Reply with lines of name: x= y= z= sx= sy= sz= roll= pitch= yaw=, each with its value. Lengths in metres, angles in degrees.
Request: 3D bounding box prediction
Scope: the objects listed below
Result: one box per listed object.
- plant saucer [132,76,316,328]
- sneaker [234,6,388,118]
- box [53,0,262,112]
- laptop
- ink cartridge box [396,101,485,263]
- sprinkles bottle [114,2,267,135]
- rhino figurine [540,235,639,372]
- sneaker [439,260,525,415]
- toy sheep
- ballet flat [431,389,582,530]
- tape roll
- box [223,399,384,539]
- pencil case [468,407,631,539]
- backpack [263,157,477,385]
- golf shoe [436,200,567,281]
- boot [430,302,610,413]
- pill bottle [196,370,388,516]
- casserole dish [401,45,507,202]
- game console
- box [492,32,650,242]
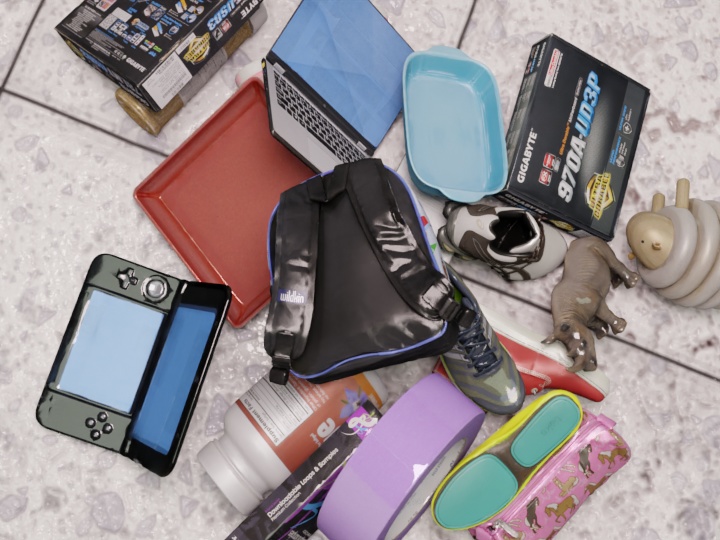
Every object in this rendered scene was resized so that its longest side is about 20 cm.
plant saucer: x=-0.125 y=-0.075 z=0.962 sx=0.199 sy=0.037 sz=0.201 roll=-40 pitch=86 yaw=8
sneaker: x=-0.040 y=-0.224 z=1.003 sx=0.197 sy=0.075 sz=0.106 roll=-28 pitch=86 yaw=-7
box: x=-0.220 y=-0.295 z=0.955 sx=0.199 sy=0.050 sz=0.199 roll=34 pitch=75 yaw=36
laptop: x=-0.004 y=-0.187 z=0.919 sx=0.115 sy=0.186 sz=0.203 roll=-34 pitch=42 yaw=23
ink cartridge box: x=0.080 y=-0.080 z=0.998 sx=0.102 sy=0.059 sz=0.203 roll=28 pitch=78 yaw=-2
sprinkles bottle: x=-0.195 y=-0.251 z=0.991 sx=0.068 sy=0.068 sz=0.201 roll=40 pitch=79 yaw=1
rhino figurine: x=0.253 y=0.040 z=0.958 sx=0.087 sy=0.060 sz=0.202 roll=37 pitch=50 yaw=-8
sneaker: x=0.109 y=0.069 z=0.908 sx=0.073 sy=0.081 sz=0.202 roll=-36 pitch=88 yaw=-3
toy sheep: x=0.397 y=-0.021 z=0.992 sx=0.196 sy=0.138 sz=0.141 roll=16 pitch=79 yaw=-10
ballet flat: x=0.157 y=0.202 z=0.918 sx=0.199 sy=0.067 sz=0.067 roll=-42 pitch=92 yaw=1
tape roll: x=0.044 y=0.205 z=0.870 sx=0.065 sy=0.201 sz=0.201 roll=37 pitch=77 yaw=19
box: x=-0.046 y=0.233 z=0.889 sx=0.199 sy=0.144 sz=0.036 roll=-41 pitch=68 yaw=-11
pencil case: x=0.210 y=0.244 z=0.944 sx=0.199 sy=0.086 sz=0.083 roll=-42 pitch=93 yaw=-11
backpack: x=0.000 y=0.000 z=0.824 sx=0.195 sy=0.154 sz=0.195 roll=-14 pitch=77 yaw=6
golf shoe: x=0.180 y=-0.028 z=0.957 sx=0.197 sy=0.094 sz=0.080 roll=8 pitch=89 yaw=-36
boot: x=0.174 y=0.140 z=0.969 sx=0.197 sy=0.073 sz=0.147 roll=24 pitch=80 yaw=6
pill bottle: x=-0.074 y=0.162 z=0.914 sx=0.199 sy=0.112 sz=0.113 roll=-41 pitch=87 yaw=-11
casserole dish: x=0.100 y=-0.159 z=0.953 sx=0.118 sy=0.039 sz=0.205 roll=5 pitch=65 yaw=-16
game console: x=-0.243 y=0.092 z=0.904 sx=0.172 sy=0.116 sz=0.204 roll=19 pitch=78 yaw=-3
box: x=0.254 y=-0.154 z=1.019 sx=0.156 sy=0.046 sz=0.204 roll=22 pitch=78 yaw=-18
